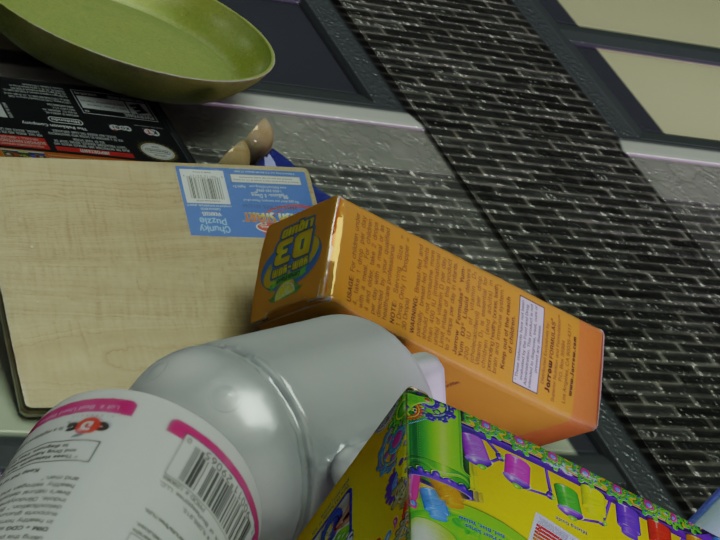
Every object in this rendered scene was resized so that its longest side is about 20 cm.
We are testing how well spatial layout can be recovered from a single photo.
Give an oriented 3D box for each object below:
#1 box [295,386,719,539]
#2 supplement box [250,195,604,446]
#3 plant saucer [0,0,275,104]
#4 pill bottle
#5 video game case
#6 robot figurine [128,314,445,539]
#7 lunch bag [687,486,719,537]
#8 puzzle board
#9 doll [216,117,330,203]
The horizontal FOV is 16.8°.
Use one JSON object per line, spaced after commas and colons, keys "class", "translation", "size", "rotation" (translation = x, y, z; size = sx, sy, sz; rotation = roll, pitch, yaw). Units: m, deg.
{"class": "box", "translation": [0.074, 0.182, 0.962], "size": [0.199, 0.122, 0.193], "rotation": [27, 29, -16]}
{"class": "supplement box", "translation": [0.039, 0.031, 1.304], "size": [0.200, 0.066, 0.069], "rotation": [25, 60, -35]}
{"class": "plant saucer", "translation": [-0.152, -0.151, 1.520], "size": [0.199, 0.031, 0.200], "rotation": [19, 22, -8]}
{"class": "pill bottle", "translation": [-0.123, 0.150, 1.001], "size": [0.113, 0.114, 0.200], "rotation": [27, 39, 1]}
{"class": "video game case", "translation": [-0.172, -0.048, 1.373], "size": [0.199, 0.026, 0.181], "rotation": [4, 36, -36]}
{"class": "robot figurine", "translation": [-0.040, 0.085, 1.178], "size": [0.169, 0.114, 0.200], "rotation": [-1, 7, 43]}
{"class": "lunch bag", "translation": [0.256, 0.178, 1.231], "size": [0.200, 0.161, 0.083], "rotation": [47, -8, 31]}
{"class": "puzzle board", "translation": [-0.101, 0.009, 1.293], "size": [0.199, 0.017, 0.151], "rotation": [1, 58, -29]}
{"class": "doll", "translation": [0.000, 0.000, 1.398], "size": [0.200, 0.049, 0.136], "rotation": [39, 28, 1]}
